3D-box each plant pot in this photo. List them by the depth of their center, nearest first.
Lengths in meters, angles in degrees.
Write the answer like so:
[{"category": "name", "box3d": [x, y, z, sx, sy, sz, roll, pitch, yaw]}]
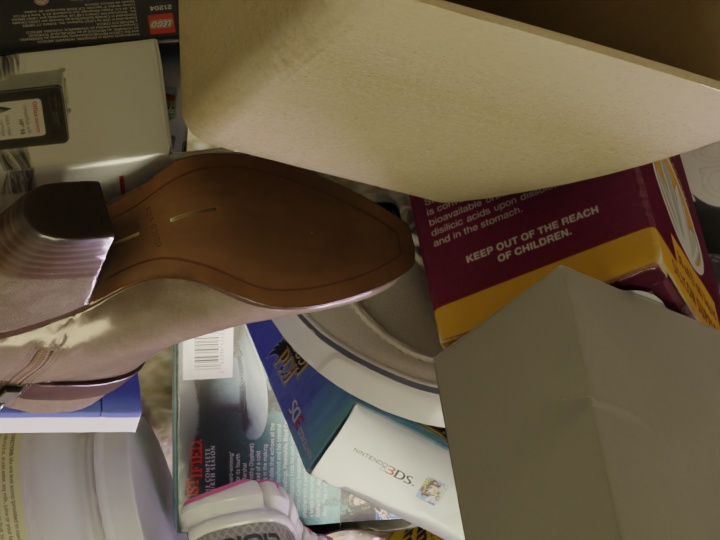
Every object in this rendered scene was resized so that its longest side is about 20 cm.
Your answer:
[{"category": "plant pot", "box3d": [0.029, -0.131, 1.046, 0.200, 0.200, 0.177, 13, 149, -31]}]

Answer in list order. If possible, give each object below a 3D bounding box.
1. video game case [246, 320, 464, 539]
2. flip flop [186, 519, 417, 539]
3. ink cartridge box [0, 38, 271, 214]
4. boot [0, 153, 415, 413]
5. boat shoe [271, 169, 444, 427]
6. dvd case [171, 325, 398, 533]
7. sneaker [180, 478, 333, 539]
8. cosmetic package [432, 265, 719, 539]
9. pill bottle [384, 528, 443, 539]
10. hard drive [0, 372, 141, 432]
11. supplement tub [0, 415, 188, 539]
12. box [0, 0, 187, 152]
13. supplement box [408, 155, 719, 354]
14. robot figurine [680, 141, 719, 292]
[{"category": "video game case", "box3d": [0.041, 0.075, 1.303, 0.181, 0.200, 0.045, 27, 104, -22]}, {"category": "flip flop", "box3d": [-0.018, 0.117, 1.506, 0.200, 0.058, 0.081, -24, 107, 14]}, {"category": "ink cartridge box", "box3d": [-0.141, -0.035, 1.174, 0.200, 0.067, 0.116, -7, 145, -6]}, {"category": "boot", "box3d": [-0.095, 0.014, 1.150, 0.200, 0.070, 0.146, 7, 148, -22]}, {"category": "boat shoe", "box3d": [0.000, 0.000, 1.227, 0.071, 0.200, 0.070, 2, 117, -35]}, {"category": "dvd case", "box3d": [0.000, 0.071, 1.424, 0.200, 0.022, 0.146, -4, 121, -10]}, {"category": "sneaker", "box3d": [-0.044, 0.182, 1.433, 0.074, 0.088, 0.200, -12, 154, 9]}, {"category": "cosmetic package", "box3d": [0.103, 0.109, 1.044, 0.107, 0.200, 0.090, 23, 132, -35]}, {"category": "pill bottle", "box3d": [0.089, 0.165, 1.561, 0.112, 0.112, 0.200, 13, 139, -32]}, {"category": "hard drive", "box3d": [-0.207, 0.014, 1.234, 0.200, 0.132, 0.025, 1, 146, -17]}, {"category": "supplement tub", "box3d": [-0.201, 0.159, 1.439, 0.200, 0.145, 0.145, -14, 146, 6]}, {"category": "box", "box3d": [-0.177, -0.075, 1.199, 0.200, 0.035, 0.110, -5, 146, -9]}, {"category": "supplement box", "box3d": [0.085, -0.036, 1.181, 0.103, 0.200, 0.131, -21, 145, 15]}, {"category": "robot figurine", "box3d": [0.138, -0.001, 1.313, 0.200, 0.125, 0.150, -8, 148, -1]}]
